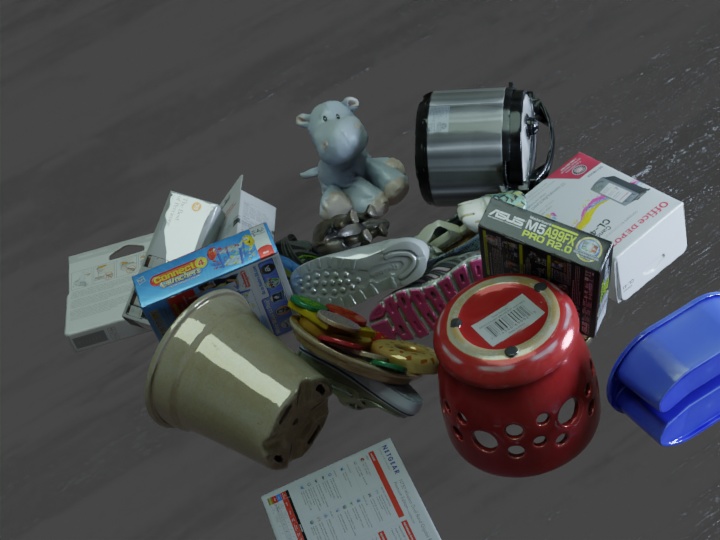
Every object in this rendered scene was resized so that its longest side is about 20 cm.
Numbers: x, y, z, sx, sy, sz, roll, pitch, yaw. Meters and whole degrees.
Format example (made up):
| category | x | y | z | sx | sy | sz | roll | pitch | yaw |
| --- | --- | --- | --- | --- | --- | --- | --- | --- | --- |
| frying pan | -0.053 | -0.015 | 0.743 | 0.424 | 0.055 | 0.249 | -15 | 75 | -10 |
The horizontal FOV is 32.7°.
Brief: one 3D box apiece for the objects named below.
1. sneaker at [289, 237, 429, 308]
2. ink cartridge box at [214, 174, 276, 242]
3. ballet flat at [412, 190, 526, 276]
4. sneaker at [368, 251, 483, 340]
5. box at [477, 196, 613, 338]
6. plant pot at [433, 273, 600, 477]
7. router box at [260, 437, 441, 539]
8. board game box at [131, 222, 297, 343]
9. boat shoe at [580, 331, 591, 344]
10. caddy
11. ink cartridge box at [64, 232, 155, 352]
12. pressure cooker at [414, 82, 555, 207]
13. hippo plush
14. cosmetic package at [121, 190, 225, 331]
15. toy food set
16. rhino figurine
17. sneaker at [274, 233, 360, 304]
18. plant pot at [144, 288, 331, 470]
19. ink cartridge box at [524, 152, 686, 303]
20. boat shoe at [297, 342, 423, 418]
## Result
| category | x | y | z | sx | sy | sz | roll | pitch | yaw |
| --- | --- | --- | --- | --- | --- | --- | --- | --- | --- |
| sneaker | 0.000 | 0.000 | 1.704 | 0.197 | 0.078 | 0.081 | -11 | 16 | 9 |
| ink cartridge box | -0.182 | -0.033 | 1.835 | 0.116 | 0.067 | 0.202 | -49 | 27 | 34 |
| ballet flat | 0.141 | -0.057 | 1.727 | 0.199 | 0.074 | 0.075 | -36 | 35 | 23 |
| sneaker | 0.104 | 0.032 | 1.701 | 0.198 | 0.074 | 0.088 | -29 | 11 | 11 |
| box | 0.228 | -0.001 | 1.522 | 0.158 | 0.201 | 0.045 | 23 | 69 | 19 |
| plant pot | 0.185 | 0.117 | 1.495 | 0.197 | 0.184 | 0.202 | -11 | 39 | 9 |
| router box | -0.006 | 0.314 | 1.445 | 0.177 | 0.049 | 0.201 | -23 | 41 | -5 |
| board game box | -0.191 | 0.044 | 1.690 | 0.193 | 0.201 | 0.056 | -22 | 57 | -5 |
| boat shoe | 0.235 | 0.032 | 1.653 | 0.071 | 0.069 | 0.200 | -29 | 43 | -17 |
| caddy | 0.384 | 0.111 | 1.458 | 0.198 | 0.143 | 0.105 | -28 | 46 | -13 |
| ink cartridge box | -0.353 | 0.026 | 1.891 | 0.197 | 0.045 | 0.178 | -15 | 42 | 3 |
| pressure cooker | 0.188 | -0.180 | 1.815 | 0.196 | 0.179 | 0.179 | -2 | 14 | 14 |
| hippo plush | -0.011 | -0.186 | 1.898 | 0.157 | 0.163 | 0.201 | -14 | 34 | -7 |
| cosmetic package | -0.273 | -0.009 | 1.803 | 0.081 | 0.051 | 0.203 | 16 | 76 | 11 |
| toy food set | -0.002 | 0.093 | 1.603 | 0.199 | 0.196 | 0.049 | 30 | 101 | 40 |
| rhino figurine | -0.010 | -0.056 | 1.790 | 0.086 | 0.061 | 0.200 | -24 | -3 | 20 |
| sneaker | -0.063 | -0.008 | 1.803 | 0.083 | 0.071 | 0.198 | -45 | 44 | -20 |
| plant pot | -0.145 | 0.155 | 1.582 | 0.182 | 0.202 | 0.200 | 29 | 58 | 28 |
| ink cartridge box | 0.332 | -0.064 | 1.711 | 0.147 | 0.086 | 0.199 | -36 | 42 | -21 |
| boat shoe | -0.005 | 0.150 | 1.622 | 0.198 | 0.072 | 0.063 | 28 | 99 | 32 |
